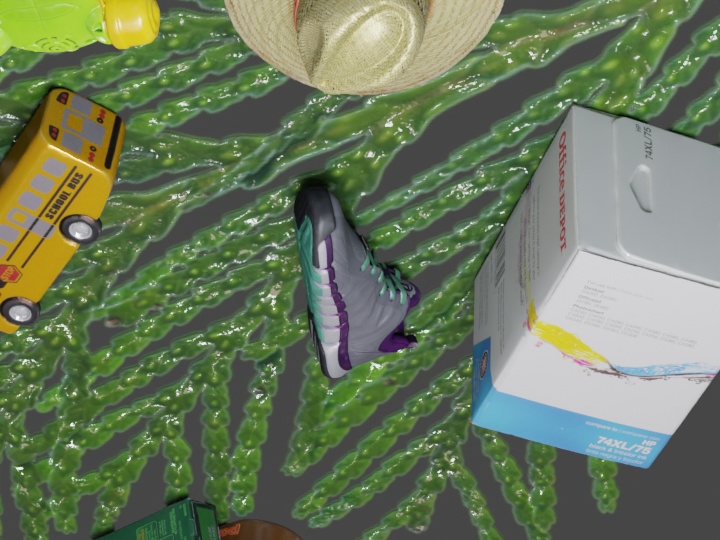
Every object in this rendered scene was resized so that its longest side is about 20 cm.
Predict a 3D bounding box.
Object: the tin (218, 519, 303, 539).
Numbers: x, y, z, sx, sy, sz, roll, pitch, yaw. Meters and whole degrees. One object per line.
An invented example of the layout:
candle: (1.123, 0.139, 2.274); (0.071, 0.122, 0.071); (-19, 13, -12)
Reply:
tin: (-0.075, 0.298, 1.756); (0.111, 0.042, 0.200); (-19, 132, 28)

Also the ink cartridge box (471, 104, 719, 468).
ink cartridge box: (0.181, 0.014, 1.359); (0.145, 0.148, 0.201); (15, 136, -11)

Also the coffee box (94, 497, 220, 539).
coffee box: (-0.208, 0.296, 1.701); (0.199, 0.124, 0.044); (-28, 149, 27)

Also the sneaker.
sneaker: (0.000, 0.000, 1.428); (0.087, 0.075, 0.201); (-13, 144, -6)

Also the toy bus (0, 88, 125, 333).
toy bus: (-0.240, -0.039, 1.392); (0.078, 0.065, 0.200); (25, 133, -21)

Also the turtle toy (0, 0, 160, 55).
turtle toy: (-0.206, -0.219, 1.174); (0.144, 0.102, 0.201); (-5, 135, 8)

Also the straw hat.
straw hat: (0.001, -0.163, 1.230); (0.199, 0.086, 0.202); (2, 137, 2)
